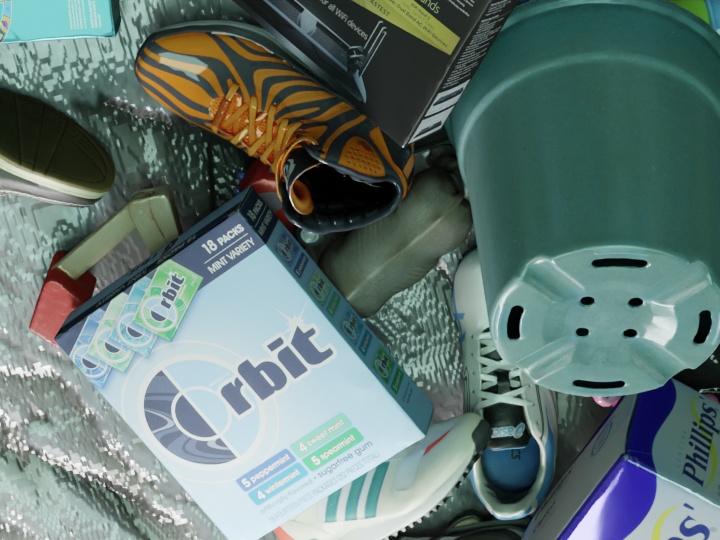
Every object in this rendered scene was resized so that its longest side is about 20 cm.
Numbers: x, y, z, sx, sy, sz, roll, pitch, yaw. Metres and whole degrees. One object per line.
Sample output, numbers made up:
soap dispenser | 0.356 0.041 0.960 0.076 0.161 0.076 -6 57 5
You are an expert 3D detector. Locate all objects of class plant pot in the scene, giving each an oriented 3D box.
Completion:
plant pot | 0.153 -0.039 1.496 0.199 0.197 0.201 0 140 0

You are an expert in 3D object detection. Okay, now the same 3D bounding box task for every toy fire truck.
toy fire truck | -0.123 -0.011 1.611 0.141 0.049 0.200 32 112 -12

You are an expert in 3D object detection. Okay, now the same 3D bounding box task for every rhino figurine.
rhino figurine | 0.000 0.000 1.603 0.200 0.087 0.060 -41 104 13

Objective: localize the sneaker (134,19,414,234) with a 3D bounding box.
sneaker | -0.056 -0.093 1.526 0.199 0.112 0.078 20 121 -7

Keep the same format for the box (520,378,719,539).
box | 0.227 0.196 1.585 0.200 0.105 0.184 29 128 -3

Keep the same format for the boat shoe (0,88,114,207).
boat shoe | -0.266 -0.085 1.587 0.199 0.073 0.065 22 129 -14

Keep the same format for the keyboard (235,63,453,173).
keyboard | 0.004 -0.124 1.592 0.199 0.040 0.104 -16 119 13

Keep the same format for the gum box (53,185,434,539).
gum box | -0.078 0.069 1.577 0.170 0.045 0.200 -34 106 24

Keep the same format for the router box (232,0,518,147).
router box | 0.002 -0.202 1.486 0.200 0.052 0.157 42 125 14

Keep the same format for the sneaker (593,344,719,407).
sneaker | 0.225 0.055 1.633 0.199 0.079 0.096 8 103 -15

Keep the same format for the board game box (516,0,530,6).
board game box | 0.065 -0.241 1.547 0.199 0.034 0.135 -3 109 1

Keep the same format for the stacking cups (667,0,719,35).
stacking cups | 0.251 -0.162 1.561 0.199 0.061 0.061 -9 109 3

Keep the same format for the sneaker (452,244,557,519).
sneaker | 0.103 0.080 1.641 0.072 0.073 0.201 -7 108 4

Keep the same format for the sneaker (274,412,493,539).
sneaker | 0.000 0.138 1.638 0.093 0.070 0.200 49 128 -7

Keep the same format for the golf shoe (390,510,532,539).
golf shoe | 0.036 0.231 1.682 0.199 0.095 0.078 -22 109 9

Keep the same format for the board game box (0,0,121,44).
board game box | -0.266 -0.225 1.544 0.199 0.047 0.152 -4 109 1
